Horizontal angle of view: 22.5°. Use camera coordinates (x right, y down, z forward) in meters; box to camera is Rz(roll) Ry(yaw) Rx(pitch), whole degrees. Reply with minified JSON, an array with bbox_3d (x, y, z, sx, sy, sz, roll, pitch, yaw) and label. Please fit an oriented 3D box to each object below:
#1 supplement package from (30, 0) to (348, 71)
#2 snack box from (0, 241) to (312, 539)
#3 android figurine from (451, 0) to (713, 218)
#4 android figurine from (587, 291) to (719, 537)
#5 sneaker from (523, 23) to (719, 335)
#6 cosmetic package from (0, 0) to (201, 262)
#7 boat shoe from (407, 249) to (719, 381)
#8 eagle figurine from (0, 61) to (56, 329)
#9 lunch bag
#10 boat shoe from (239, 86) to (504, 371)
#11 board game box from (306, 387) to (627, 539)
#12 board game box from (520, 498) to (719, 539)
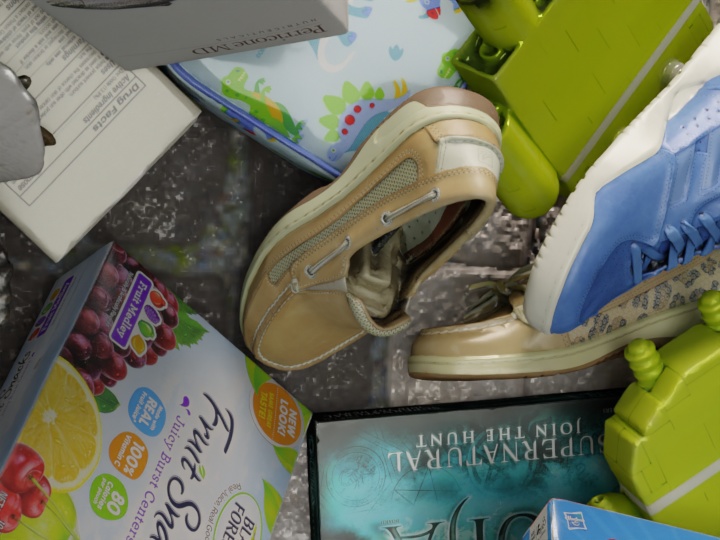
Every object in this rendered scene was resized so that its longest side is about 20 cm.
[{"bbox_3d":[-0.091,-0.175,0.746,0.117,0.200,0.118,-8,74,19],"label":"supplement package"},{"bbox_3d":[-0.109,0.104,0.843,0.053,0.200,0.142,-29,119,36],"label":"snack box"},{"bbox_3d":[0.118,-0.110,0.904,0.182,0.041,0.200,-52,138,-10],"label":"android figurine"},{"bbox_3d":[0.200,0.103,0.947,0.182,0.041,0.200,-34,116,-7],"label":"android figurine"},{"bbox_3d":[0.174,-0.028,0.882,0.111,0.077,0.200,36,70,18],"label":"sneaker"},{"bbox_3d":[-0.183,-0.109,0.862,0.105,0.071,0.200,-45,104,-4],"label":"cosmetic package"},{"bbox_3d":[0.114,0.017,0.952,0.200,0.073,0.063,-12,93,-23],"label":"boat shoe"},{"bbox_3d":[-0.214,-0.006,0.772,0.151,0.151,0.200,19,65,26],"label":"eagle figurine"},{"bbox_3d":[-0.006,-0.154,0.893,0.161,0.082,0.200,31,89,-16],"label":"lunch bag"},{"bbox_3d":[0.000,0.000,0.862,0.071,0.200,0.076,11,50,-25],"label":"boat shoe"},{"bbox_3d":[0.072,0.137,0.973,0.199,0.028,0.136,-4,97,-13],"label":"board game box"},{"bbox_3d":[0.147,0.215,0.929,0.199,0.056,0.196,15,133,-15],"label":"board game box"}]
